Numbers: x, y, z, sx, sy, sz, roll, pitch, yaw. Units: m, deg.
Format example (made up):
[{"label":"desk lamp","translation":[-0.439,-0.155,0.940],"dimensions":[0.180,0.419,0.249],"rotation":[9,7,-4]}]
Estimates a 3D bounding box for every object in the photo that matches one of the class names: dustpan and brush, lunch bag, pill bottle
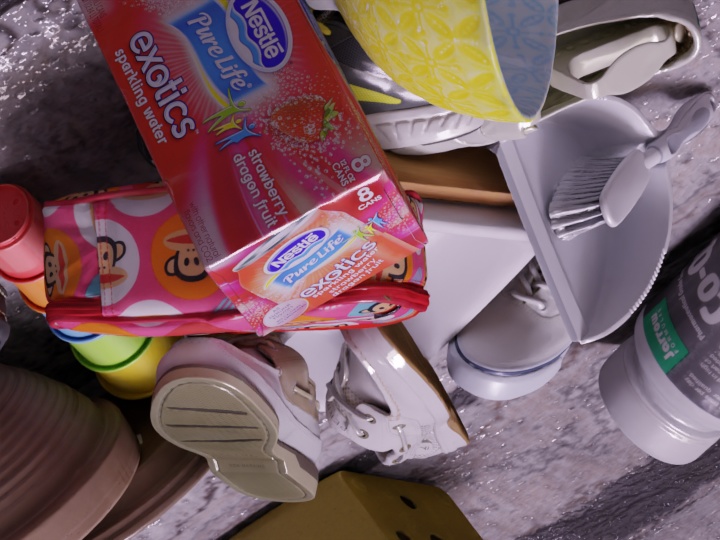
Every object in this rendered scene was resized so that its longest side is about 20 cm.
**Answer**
[{"label":"dustpan and brush","translation":[0.163,-0.061,1.698],"dimensions":[0.057,0.140,0.200],"rotation":[-13,-161,31]},{"label":"lunch bag","translation":[-0.063,-0.007,1.500],"dimensions":[0.198,0.083,0.176],"rotation":[-3,178,9]},{"label":"pill bottle","translation":[0.261,0.039,1.933],"dimensions":[0.113,0.114,0.200],"rotation":[5,138,-44]}]

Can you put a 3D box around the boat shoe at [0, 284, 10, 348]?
[{"label":"boat shoe","translation":[-0.277,0.062,1.574],"dimensions":[0.200,0.068,0.072],"rotation":[-36,151,20]}]

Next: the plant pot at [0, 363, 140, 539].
[{"label":"plant pot","translation":[-0.235,0.117,1.625],"dimensions":[0.200,0.201,0.093],"rotation":[-30,110,6]}]

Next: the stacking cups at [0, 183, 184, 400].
[{"label":"stacking cups","translation":[-0.167,0.011,1.594],"dimensions":[0.060,0.061,0.200],"rotation":[-30,148,8]}]

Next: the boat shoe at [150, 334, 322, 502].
[{"label":"boat shoe","translation":[-0.069,0.070,1.587],"dimensions":[0.074,0.069,0.200],"rotation":[3,159,13]}]

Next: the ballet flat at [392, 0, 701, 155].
[{"label":"ballet flat","translation":[0.105,-0.112,1.595],"dimensions":[0.199,0.070,0.070],"rotation":[-23,152,-8]}]

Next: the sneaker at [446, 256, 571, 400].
[{"label":"sneaker","translation":[0.116,0.007,1.764],"dimensions":[0.200,0.073,0.071],"rotation":[-46,155,-48]}]

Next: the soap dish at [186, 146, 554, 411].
[{"label":"soap dish","translation":[0.000,0.000,1.684],"dimensions":[0.157,0.082,0.200],"rotation":[4,139,-44]}]

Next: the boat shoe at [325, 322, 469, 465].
[{"label":"boat shoe","translation":[0.013,0.076,1.660],"dimensions":[0.069,0.071,0.200],"rotation":[-28,153,1]}]

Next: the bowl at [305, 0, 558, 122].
[{"label":"bowl","translation":[0.026,-0.169,1.351],"dimensions":[0.107,0.201,0.200],"rotation":[-1,156,15]}]

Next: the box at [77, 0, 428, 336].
[{"label":"box","translation":[-0.058,-0.085,1.368],"dimensions":[0.099,0.201,0.096],"rotation":[-28,153,3]}]

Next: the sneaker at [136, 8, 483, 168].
[{"label":"sneaker","translation":[-0.027,-0.106,1.516],"dimensions":[0.199,0.075,0.085],"rotation":[-13,118,-4]}]

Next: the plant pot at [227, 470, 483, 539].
[{"label":"plant pot","translation":[0.007,0.258,2.021],"dimensions":[0.199,0.200,0.177],"rotation":[16,119,-51]}]

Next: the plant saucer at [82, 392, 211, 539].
[{"label":"plant saucer","translation":[-0.166,0.124,1.690],"dimensions":[0.199,0.200,0.030],"rotation":[-29,108,4]}]
